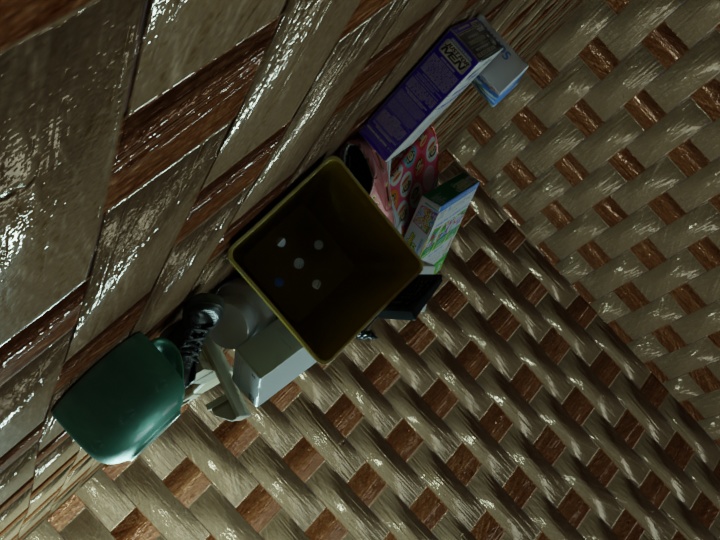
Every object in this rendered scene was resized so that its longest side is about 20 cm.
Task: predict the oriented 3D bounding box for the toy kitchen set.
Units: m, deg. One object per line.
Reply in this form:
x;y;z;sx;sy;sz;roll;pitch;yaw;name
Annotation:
-0.296;0.210;1.445;0.179;0.164;0.200;-30;169;2;toy kitchen set

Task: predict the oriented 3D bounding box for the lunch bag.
0.062;-0.159;1.483;0.201;0.081;0.178;-52;148;-35;lunch bag

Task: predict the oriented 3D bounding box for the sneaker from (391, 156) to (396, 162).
0.002;-0.144;1.369;0.200;0.071;0.075;-45;167;20;sneaker

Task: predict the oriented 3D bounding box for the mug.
-0.292;0.164;1.143;0.185;0.115;0.152;-43;180;-23;mug

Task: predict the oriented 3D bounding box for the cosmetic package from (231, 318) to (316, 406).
-0.115;0.124;1.448;0.199;0.074;0.102;-33;156;-31;cosmetic package

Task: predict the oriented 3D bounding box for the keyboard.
0.027;0.051;1.223;0.128;0.021;0.199;-53;-159;-19;keyboard

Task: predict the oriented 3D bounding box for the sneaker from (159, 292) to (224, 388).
-0.255;0.122;1.277;0.200;0.059;0.105;-40;-138;42;sneaker

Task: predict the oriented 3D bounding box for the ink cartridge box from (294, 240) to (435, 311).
0.000;0.000;1.451;0.144;0.199;0.085;0;107;-48;ink cartridge box

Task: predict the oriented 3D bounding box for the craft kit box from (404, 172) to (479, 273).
0.127;-0.062;1.567;0.200;0.048;0.200;-33;146;-59;craft kit box

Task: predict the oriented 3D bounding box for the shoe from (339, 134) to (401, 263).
0.009;-0.097;1.272;0.070;0.203;0.091;3;-163;24;shoe

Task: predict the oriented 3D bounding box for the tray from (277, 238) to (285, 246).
-0.113;-0.072;1.494;0.107;0.022;0.200;-45;179;20;tray

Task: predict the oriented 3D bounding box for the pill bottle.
-0.177;0.053;1.478;0.112;0.112;0.200;-43;180;29;pill bottle

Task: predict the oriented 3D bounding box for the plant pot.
-0.066;-0.013;1.236;0.200;0.201;0.176;-43;-169;-13;plant pot

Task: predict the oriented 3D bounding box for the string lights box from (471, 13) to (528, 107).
0.192;-0.312;1.321;0.059;0.103;0.200;-42;179;8;string lights box

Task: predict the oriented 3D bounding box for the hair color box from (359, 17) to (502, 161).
0.096;-0.248;1.207;0.200;0.065;0.109;-42;180;34;hair color box
